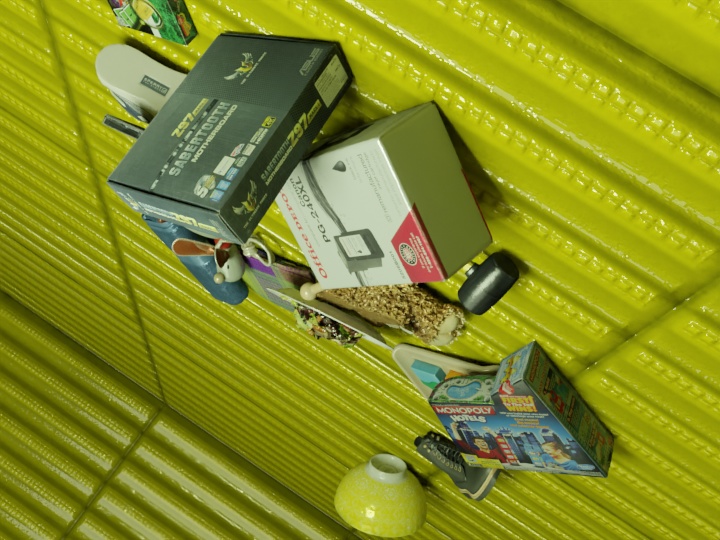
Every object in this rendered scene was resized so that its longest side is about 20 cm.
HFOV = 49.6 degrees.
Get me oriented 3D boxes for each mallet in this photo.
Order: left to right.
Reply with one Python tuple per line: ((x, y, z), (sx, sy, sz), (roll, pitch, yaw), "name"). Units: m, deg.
((0.084, -0.045, 0.818), (0.066, 0.041, 0.200), (-40, 92, 30), "mallet")

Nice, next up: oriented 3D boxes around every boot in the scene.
((-0.214, -0.189, 0.918), (0.199, 0.073, 0.090), (35, 169, 7), "boot")
((0.162, 0.323, 1.332), (0.138, 0.078, 0.200), (37, 155, 7), "boot")

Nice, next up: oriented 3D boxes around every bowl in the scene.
((0.049, 0.451, 1.628), (0.199, 0.199, 0.109), (19, 110, 31), "bowl")

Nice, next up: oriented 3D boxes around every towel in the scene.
((-0.262, -0.029, 1.258), (0.111, 0.049, 0.201), (16, 148, 54), "towel")
((-0.115, 0.022, 1.205), (0.199, 0.023, 0.144), (18, 151, 34), "towel")

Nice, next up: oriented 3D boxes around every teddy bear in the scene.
((0.042, 0.035, 0.993), (0.198, 0.067, 0.145), (17, 161, 23), "teddy bear")

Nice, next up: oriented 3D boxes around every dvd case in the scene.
((-0.182, -0.129, 0.913), (0.148, 0.016, 0.200), (26, -176, 21), "dvd case")

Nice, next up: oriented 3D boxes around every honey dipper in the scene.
((0.000, 0.000, 0.914), (0.199, 0.038, 0.038), (-24, 121, 36), "honey dipper")

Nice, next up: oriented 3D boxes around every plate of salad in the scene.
((-0.046, 0.076, 1.082), (0.199, 0.048, 0.200), (26, 174, 3), "plate of salad")

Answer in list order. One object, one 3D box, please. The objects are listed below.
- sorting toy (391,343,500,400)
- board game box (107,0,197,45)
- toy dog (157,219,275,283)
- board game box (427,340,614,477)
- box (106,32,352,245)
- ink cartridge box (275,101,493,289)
((0.155, 0.186, 1.135), (0.199, 0.037, 0.186), (6, 142, 47), "sorting toy")
((-0.236, -0.316, 0.759), (0.104, 0.024, 0.201), (20, 151, 25), "board game box")
((-0.226, -0.050, 1.106), (0.131, 0.096, 0.201), (-3, 128, 49), "toy dog")
((0.198, 0.177, 0.995), (0.198, 0.062, 0.201), (-4, 132, 34), "board game box")
((-0.121, -0.131, 0.726), (0.157, 0.201, 0.051), (17, 155, 36), "box")
((0.011, -0.064, 0.768), (0.199, 0.083, 0.146), (-7, 116, 52), "ink cartridge box")
